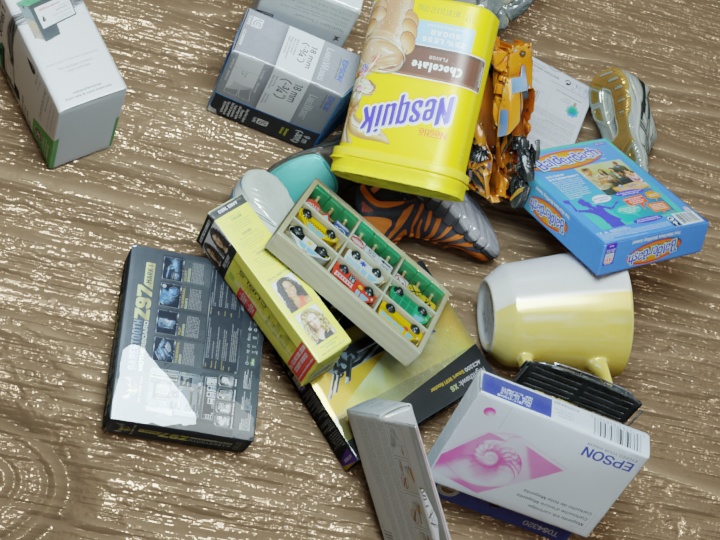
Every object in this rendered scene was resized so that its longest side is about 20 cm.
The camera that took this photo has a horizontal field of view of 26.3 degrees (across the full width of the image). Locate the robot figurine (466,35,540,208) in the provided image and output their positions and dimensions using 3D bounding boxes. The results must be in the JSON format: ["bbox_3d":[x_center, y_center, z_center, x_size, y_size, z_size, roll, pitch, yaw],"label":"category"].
[{"bbox_3d":[0.148,-0.168,1.742,0.058,0.145,0.202,-10,114,-25],"label":"robot figurine"}]

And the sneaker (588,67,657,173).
[{"bbox_3d":[0.336,-0.148,1.901,0.087,0.075,0.202,7,80,-47],"label":"sneaker"}]

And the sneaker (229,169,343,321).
[{"bbox_3d":[-0.078,-0.021,1.703,0.072,0.073,0.201,-22,68,-32],"label":"sneaker"}]

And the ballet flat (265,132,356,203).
[{"bbox_3d":[-0.027,-0.120,1.766,0.199,0.068,0.068,-24,96,10],"label":"ballet flat"}]

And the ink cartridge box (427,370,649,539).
[{"bbox_3d":[0.174,0.214,1.633,0.195,0.201,0.043,20,38,-8],"label":"ink cartridge box"}]

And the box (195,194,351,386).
[{"bbox_3d":[-0.094,0.021,1.638,0.050,0.075,0.200,-32,80,-28],"label":"box"}]

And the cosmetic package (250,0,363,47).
[{"bbox_3d":[-0.068,-0.291,1.758,0.112,0.200,0.082,17,63,-8],"label":"cosmetic package"}]

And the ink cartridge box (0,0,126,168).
[{"bbox_3d":[-0.339,-0.237,1.679,0.084,0.146,0.201,-23,76,-23],"label":"ink cartridge box"}]

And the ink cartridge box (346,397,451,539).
[{"bbox_3d":[0.061,0.235,1.569,0.043,0.173,0.201,-19,98,-23],"label":"ink cartridge box"}]

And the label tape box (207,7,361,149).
[{"bbox_3d":[-0.061,-0.202,1.754,0.199,0.144,0.064,21,64,-8],"label":"label tape box"}]

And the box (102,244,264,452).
[{"bbox_3d":[-0.185,0.083,1.651,0.157,0.051,0.201,10,65,-16],"label":"box"}]

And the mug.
[{"bbox_3d":[0.218,0.055,1.734,0.152,0.187,0.151,-1,112,-9],"label":"mug"}]

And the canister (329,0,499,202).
[{"bbox_3d":[0.060,-0.187,1.652,0.147,0.087,0.202,12,87,18],"label":"canister"}]

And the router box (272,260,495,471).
[{"bbox_3d":[0.026,0.103,1.711,0.199,0.052,0.158,-29,80,-25],"label":"router box"}]

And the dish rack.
[{"bbox_3d":[0.206,0.176,1.662,0.152,0.200,0.055,20,50,-9],"label":"dish rack"}]

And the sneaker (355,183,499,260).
[{"bbox_3d":[0.068,-0.056,1.781,0.200,0.112,0.078,38,27,-34],"label":"sneaker"}]

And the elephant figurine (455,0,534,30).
[{"bbox_3d":[0.126,-0.300,1.866,0.154,0.141,0.201,23,69,-24],"label":"elephant figurine"}]

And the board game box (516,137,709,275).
[{"bbox_3d":[0.277,-0.077,1.769,0.151,0.045,0.200,-11,39,-27],"label":"board game box"}]

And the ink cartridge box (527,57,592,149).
[{"bbox_3d":[0.201,-0.165,1.883,0.119,0.042,0.201,27,61,-6],"label":"ink cartridge box"}]

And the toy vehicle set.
[{"bbox_3d":[0.000,0.000,1.657,0.200,0.027,0.124,40,36,-7],"label":"toy vehicle set"}]
